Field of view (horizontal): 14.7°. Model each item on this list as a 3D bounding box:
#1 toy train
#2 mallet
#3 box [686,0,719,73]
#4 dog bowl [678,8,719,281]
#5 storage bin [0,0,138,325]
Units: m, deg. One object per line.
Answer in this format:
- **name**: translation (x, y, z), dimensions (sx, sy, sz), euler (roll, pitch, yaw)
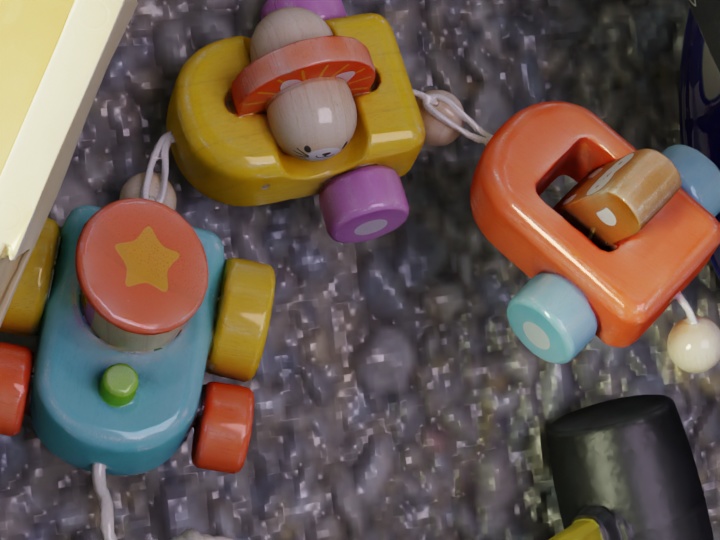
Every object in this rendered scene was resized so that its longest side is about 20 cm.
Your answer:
- **toy train**: translation (0.000, 0.000, 0.699), dimensions (0.200, 0.056, 0.150), euler (-39, 79, -25)
- **mallet**: translation (0.031, 0.077, 0.730), dimensions (0.200, 0.041, 0.066), euler (-10, 90, -52)
- **box**: translation (0.196, -0.091, 0.734), dimensions (0.200, 0.115, 0.132), euler (-35, 106, -29)
- **dog bowl**: translation (0.196, -0.050, 0.847), dimensions (0.199, 0.079, 0.201), euler (0, 90, -33)
- **storage bin**: translation (-0.170, -0.009, 0.528), dimensions (0.198, 0.094, 0.201), euler (23, 94, -3)
